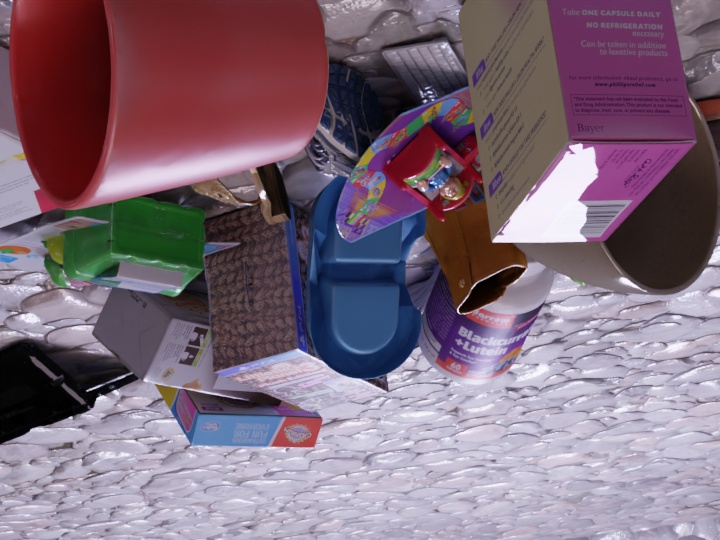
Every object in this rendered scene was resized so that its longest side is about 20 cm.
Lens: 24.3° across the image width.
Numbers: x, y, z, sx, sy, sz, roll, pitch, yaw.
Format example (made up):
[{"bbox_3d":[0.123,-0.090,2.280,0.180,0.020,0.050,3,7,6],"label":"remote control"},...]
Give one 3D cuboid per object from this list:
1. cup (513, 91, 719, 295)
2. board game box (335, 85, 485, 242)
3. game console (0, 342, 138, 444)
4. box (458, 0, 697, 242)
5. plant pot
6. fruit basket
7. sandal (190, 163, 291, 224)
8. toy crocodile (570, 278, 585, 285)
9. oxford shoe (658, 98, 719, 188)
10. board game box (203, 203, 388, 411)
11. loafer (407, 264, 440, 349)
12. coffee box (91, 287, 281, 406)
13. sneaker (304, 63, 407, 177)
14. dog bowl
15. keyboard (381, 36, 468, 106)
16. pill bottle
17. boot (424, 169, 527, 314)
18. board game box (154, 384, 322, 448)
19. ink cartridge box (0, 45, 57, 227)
[{"bbox_3d":[0.203,-0.072,1.473,0.200,0.201,0.143,13,166,-42],"label":"cup"},{"bbox_3d":[0.070,-0.086,1.438,0.200,0.039,0.158,-26,152,-34],"label":"board game box"},{"bbox_3d":[-0.397,0.136,2.057,0.200,0.117,0.176,-22,124,35],"label":"game console"},{"bbox_3d":[0.152,-0.144,1.220,0.096,0.201,0.176,-1,158,-15],"label":"box"},{"bbox_3d":[-0.132,-0.146,1.177,0.177,0.201,0.200,-6,162,-31],"label":"plant pot"},{"bbox_3d":[-0.246,-0.012,1.607,0.185,0.094,0.200,12,156,-40],"label":"fruit basket"},{"bbox_3d":[-0.115,-0.080,1.485,0.069,0.078,0.212,-15,164,4],"label":"sandal"},{"bbox_3d":[0.223,-0.039,1.730,0.068,0.062,0.200,-48,155,-4],"label":"toy crocodile"},{"bbox_3d":[0.264,-0.100,1.555,0.200,0.073,0.071,-16,158,23],"label":"oxford shoe"},{"bbox_3d":[-0.065,0.040,1.701,0.097,0.160,0.200,-16,158,23],"label":"board game box"},{"bbox_3d":[0.100,0.034,1.863,0.070,0.070,0.200,4,157,-27],"label":"loafer"},{"bbox_3d":[-0.172,0.076,1.808,0.200,0.080,0.114,16,-165,-44],"label":"coffee box"},{"bbox_3d":[-0.018,-0.113,1.435,0.085,0.077,0.200,-12,159,26],"label":"sneaker"},{"bbox_3d":[0.000,0.000,1.585,0.111,0.201,0.050,1,-175,-19],"label":"dog bowl"},{"bbox_3d":[0.073,-0.152,1.447,0.056,0.011,0.200,-12,158,14],"label":"keyboard"},{"bbox_3d":[0.133,0.019,1.705,0.111,0.112,0.200,-1,144,-15],"label":"pill bottle"},{"bbox_3d":[0.083,-0.024,1.598,0.071,0.144,0.201,8,155,-32],"label":"boot"},{"bbox_3d":[-0.151,0.134,1.910,0.153,0.200,0.040,5,113,-27],"label":"board game box"},{"bbox_3d":[-0.315,-0.111,1.332,0.145,0.083,0.200,-16,158,24],"label":"ink cartridge box"}]
